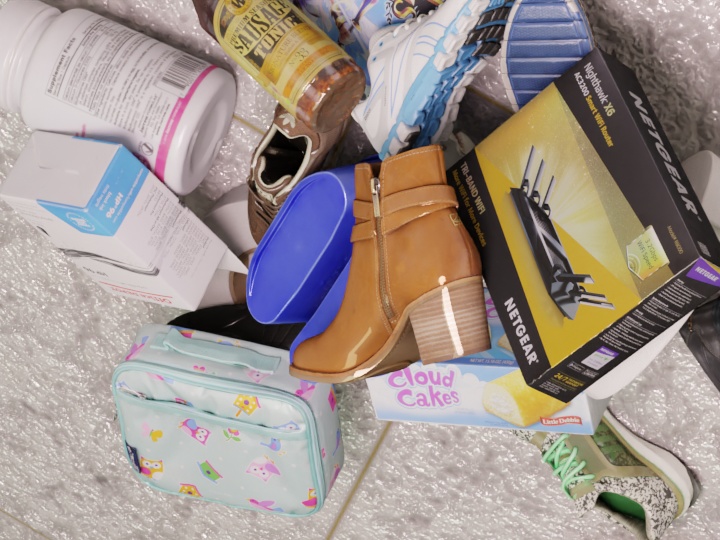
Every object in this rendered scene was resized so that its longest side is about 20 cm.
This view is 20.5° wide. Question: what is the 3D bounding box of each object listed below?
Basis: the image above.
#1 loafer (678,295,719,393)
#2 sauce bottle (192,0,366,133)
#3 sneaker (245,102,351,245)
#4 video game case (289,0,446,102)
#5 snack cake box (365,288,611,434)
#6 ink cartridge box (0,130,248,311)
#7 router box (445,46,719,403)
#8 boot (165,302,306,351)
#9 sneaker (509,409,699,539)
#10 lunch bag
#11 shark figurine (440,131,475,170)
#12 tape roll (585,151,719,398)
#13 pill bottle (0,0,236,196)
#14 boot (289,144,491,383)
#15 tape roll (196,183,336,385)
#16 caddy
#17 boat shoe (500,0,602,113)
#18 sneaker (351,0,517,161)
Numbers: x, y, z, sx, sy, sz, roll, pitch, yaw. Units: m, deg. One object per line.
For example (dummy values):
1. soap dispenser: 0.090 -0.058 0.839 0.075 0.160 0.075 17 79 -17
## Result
1. loafer: 0.332 0.104 1.615 0.072 0.073 0.201 -20 104 46
2. sauce bottle: -0.082 -0.188 1.533 0.200 0.066 0.066 41 136 21
3. sneaker: -0.069 -0.078 1.620 0.070 0.075 0.201 38 138 16
4. video game case: 0.000 -0.223 1.552 0.180 0.046 0.201 22 131 10
5. snack cake box: 0.115 0.072 1.667 0.198 0.115 0.068 1 125 26
6. ink cartridge box: -0.195 -0.030 1.677 0.115 0.068 0.200 11 156 40
7. router box: 0.157 -0.033 1.412 0.157 0.201 0.052 -39 141 24
8. boot: -0.072 0.102 1.774 0.202 0.074 0.155 -6 126 32
9. sneaker: 0.195 0.168 1.715 0.199 0.089 0.077 31 133 4
10. lunch bag: -0.118 0.127 1.710 0.198 0.077 0.161 9 135 17
11. shark figurine: 0.123 -0.016 1.555 0.214 0.090 0.128 43 178 35
12. tape roll: 0.217 0.003 1.492 0.037 0.203 0.203 34 133 -6
13. pill bottle: -0.215 -0.151 1.673 0.199 0.114 0.114 24 132 10
14. boot: 0.007 -0.001 1.470 0.199 0.076 0.157 -17 86 51
15. tape roll: -0.062 0.013 1.769 0.201 0.037 0.204 15 130 18
16. caddy: 0.000 0.000 1.600 0.142 0.104 0.201 52 129 23
17. boat shoe: 0.152 -0.143 1.511 0.072 0.073 0.201 7 132 19
18. sneaker: 0.048 -0.168 1.496 0.087 0.075 0.201 48 124 23
